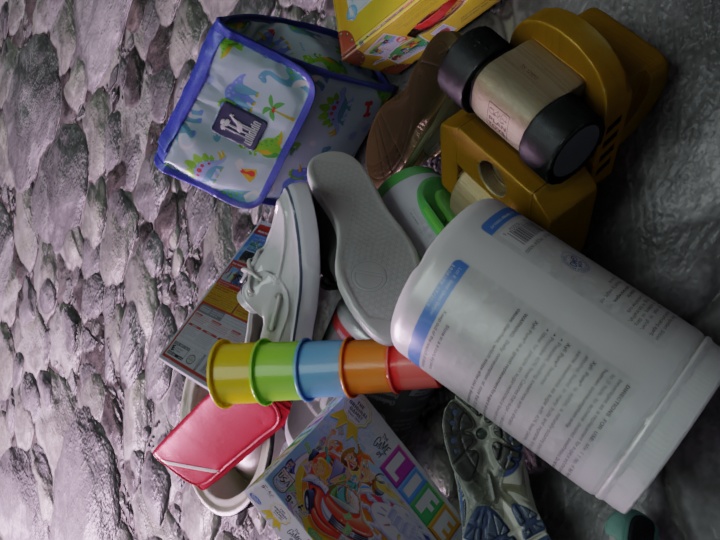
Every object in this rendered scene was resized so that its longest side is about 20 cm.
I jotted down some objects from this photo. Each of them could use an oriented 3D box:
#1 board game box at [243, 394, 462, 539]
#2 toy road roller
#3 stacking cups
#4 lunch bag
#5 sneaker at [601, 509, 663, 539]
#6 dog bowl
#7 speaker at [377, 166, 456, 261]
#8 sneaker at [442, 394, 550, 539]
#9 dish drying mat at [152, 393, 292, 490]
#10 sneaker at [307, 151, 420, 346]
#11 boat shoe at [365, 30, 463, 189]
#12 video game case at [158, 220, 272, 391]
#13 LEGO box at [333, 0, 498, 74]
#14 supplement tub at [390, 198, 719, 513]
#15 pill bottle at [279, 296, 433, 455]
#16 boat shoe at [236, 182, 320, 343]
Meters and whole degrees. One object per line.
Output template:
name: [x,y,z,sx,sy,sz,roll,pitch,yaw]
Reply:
board game box: [0.015,0.210,0.761,0.200,0.134,0.034,51,132,-2]
toy road roller: [0.150,-0.107,0.720,0.123,0.145,0.201,47,159,28]
stacking cups: [-0.025,0.084,0.778,0.198,0.060,0.061,-3,83,18]
lunch bag: [-0.092,-0.159,0.953,0.171,0.199,0.128,-58,45,29]
sneaker: [0.167,0.278,0.676,0.139,0.077,0.202,-23,68,48]
dog bowl: [-0.127,0.171,1.066,0.199,0.073,0.202,-7,80,50]
speaker: [0.081,0.001,0.807,0.089,0.088,0.201,-57,46,31]
sneaker: [0.113,0.197,0.757,0.076,0.085,0.202,-6,77,7]
dish drying mat: [-0.146,0.169,0.980,0.200,0.077,0.018,-43,10,40]
sneaker: [0.000,0.000,0.809,0.100,0.070,0.201,96,157,-50]
boat shoe: [0.066,-0.137,0.858,0.200,0.066,0.075,-46,52,55]
video game case: [-0.128,0.038,1.042,0.142,0.017,0.201,18,68,51]
LEGO box: [0.059,-0.299,0.874,0.199,0.077,0.150,-26,67,47]
supplement tub: [0.132,0.054,0.646,0.199,0.132,0.133,37,117,19]
pill bottle: [-0.003,0.127,0.879,0.114,0.113,0.201,47,122,43]
boat shoe: [-0.074,0.019,0.819,0.074,0.065,0.202,-119,30,-57]
